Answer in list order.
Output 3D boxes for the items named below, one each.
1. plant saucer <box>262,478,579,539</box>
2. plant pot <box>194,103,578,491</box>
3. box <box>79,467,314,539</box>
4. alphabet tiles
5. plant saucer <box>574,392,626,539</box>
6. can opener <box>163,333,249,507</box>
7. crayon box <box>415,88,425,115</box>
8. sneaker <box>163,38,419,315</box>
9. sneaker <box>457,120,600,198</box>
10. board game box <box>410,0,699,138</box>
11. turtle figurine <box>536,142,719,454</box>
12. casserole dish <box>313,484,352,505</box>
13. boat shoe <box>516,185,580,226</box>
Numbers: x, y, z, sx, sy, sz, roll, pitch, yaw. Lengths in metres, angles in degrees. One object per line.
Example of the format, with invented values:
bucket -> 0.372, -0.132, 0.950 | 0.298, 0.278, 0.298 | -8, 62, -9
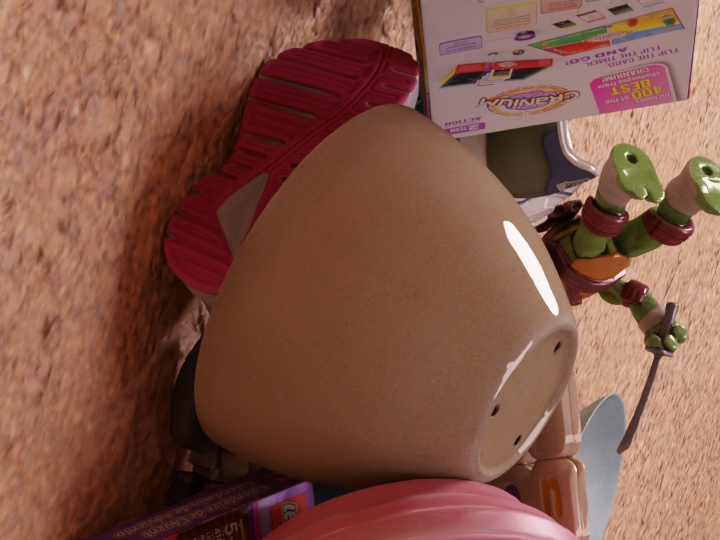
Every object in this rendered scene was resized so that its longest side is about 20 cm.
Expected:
plant saucer -> 0.017, 0.163, 1.375 | 0.201, 0.200, 0.051 | 72, 2, -58
plant pot -> 0.030, 0.035, 1.377 | 0.200, 0.134, 0.200 | -45, 154, -30
box -> -0.078, 0.217, 1.425 | 0.137, 0.039, 0.200 | -20, 112, -40
alphabet tiles -> 0.065, 0.110, 1.495 | 0.015, 0.200, 0.196 | -3, 83, -29
plant saucer -> 0.167, 0.192, 2.237 | 0.201, 0.039, 0.201 | 16, 90, -71
can opener -> -0.091, 0.124, 1.460 | 0.066, 0.053, 0.200 | 17, 87, -36
crayon box -> 0.000, 0.000, 1.584 | 0.119, 0.058, 0.200 | 66, 43, -62
sneaker -> -0.034, -0.042, 1.441 | 0.200, 0.081, 0.088 | -53, 154, -30
sneaker -> 0.106, -0.140, 1.589 | 0.067, 0.090, 0.200 | -9, 102, -76
board game box -> 0.103, -0.138, 1.454 | 0.200, 0.153, 0.040 | 82, -2, -68
turtle figurine -> 0.177, 0.016, 1.908 | 0.194, 0.144, 0.200 | -55, -174, 41
casserole dish -> -0.034, 0.195, 1.585 | 0.121, 0.039, 0.200 | -22, 133, -26
boat shoe -> 0.097, -0.051, 1.806 | 0.066, 0.072, 0.200 | -60, 172, 14
